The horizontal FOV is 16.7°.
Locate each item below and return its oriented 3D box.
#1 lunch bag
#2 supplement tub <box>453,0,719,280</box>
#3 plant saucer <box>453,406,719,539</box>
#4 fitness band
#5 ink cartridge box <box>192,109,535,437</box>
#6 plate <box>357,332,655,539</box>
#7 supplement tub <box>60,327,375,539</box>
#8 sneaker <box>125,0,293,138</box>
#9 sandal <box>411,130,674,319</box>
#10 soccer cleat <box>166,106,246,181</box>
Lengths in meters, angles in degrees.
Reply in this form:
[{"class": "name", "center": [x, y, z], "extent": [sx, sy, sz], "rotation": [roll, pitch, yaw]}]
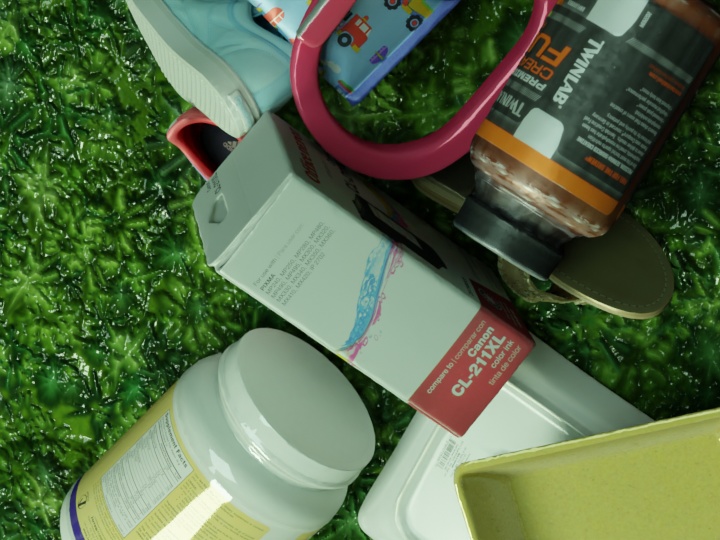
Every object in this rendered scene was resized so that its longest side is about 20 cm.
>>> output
[{"class": "lunch bag", "center": [0.017, -0.236, 1.601], "extent": [0.200, 0.094, 0.151], "rotation": [-42, 101, 17]}, {"class": "supplement tub", "center": [0.139, -0.095, 1.531], "extent": [0.107, 0.107, 0.200], "rotation": [33, 94, 19]}, {"class": "plant saucer", "center": [0.183, 0.191, 1.592], "extent": [0.200, 0.048, 0.200], "rotation": [-13, 102, 17]}, {"class": "fitness band", "center": [0.043, -0.151, 1.573], "extent": [0.144, 0.037, 0.200], "rotation": [38, 101, -18]}, {"class": "ink cartridge box", "center": [0.000, 0.000, 1.573], "extent": [0.200, 0.146, 0.083], "rotation": [35, 101, -19]}, {"class": "plate", "center": [0.108, 0.155, 1.663], "extent": [0.200, 0.032, 0.200], "rotation": [36, 114, 18]}, {"class": "supplement tub", "center": [-0.100, 0.149, 1.707], "extent": [0.200, 0.145, 0.145], "rotation": [-44, 78, 26]}, {"class": "sneaker", "center": [-0.094, -0.158, 1.681], "extent": [0.200, 0.082, 0.074], "rotation": [46, 163, 47]}, {"class": "sandal", "center": [0.119, -0.014, 1.621], "extent": [0.212, 0.078, 0.070], "rotation": [35, 145, 26]}, {"class": "soccer cleat", "center": [-0.048, -0.047, 1.685], "extent": [0.200, 0.076, 0.067], "rotation": [41, 115, 16]}]
